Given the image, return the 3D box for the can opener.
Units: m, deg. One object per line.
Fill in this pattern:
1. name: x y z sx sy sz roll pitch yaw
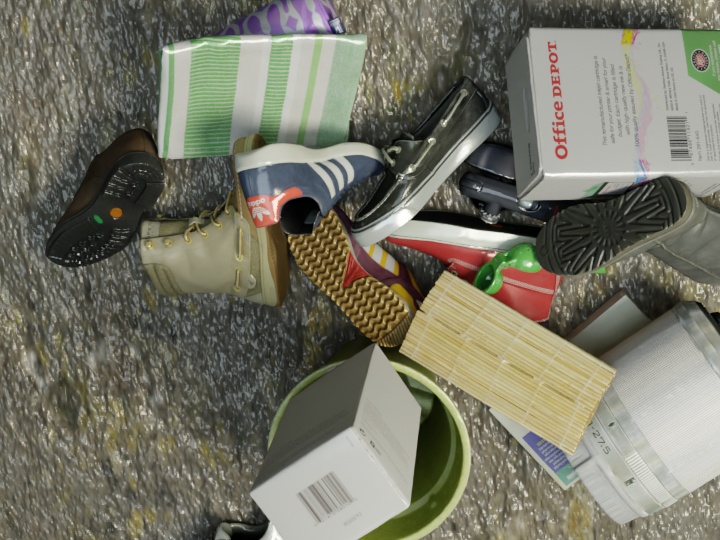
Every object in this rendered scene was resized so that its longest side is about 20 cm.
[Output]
1. can opener: 0.195 -0.067 1.090 0.198 0.063 0.079 22 106 -1

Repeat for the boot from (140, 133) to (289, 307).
1. boot: -0.159 -0.051 1.102 0.154 0.073 0.201 4 129 10

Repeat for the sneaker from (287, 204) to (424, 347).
1. sneaker: 0.000 0.000 1.125 0.075 0.090 0.201 -44 71 21

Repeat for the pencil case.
1. pencil case: -0.105 -0.215 1.070 0.199 0.084 0.086 -24 125 12

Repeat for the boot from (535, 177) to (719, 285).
1. boot: 0.297 -0.024 1.051 0.181 0.199 0.073 -17 72 37

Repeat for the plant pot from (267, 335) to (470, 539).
1. plant pot: 0.015 0.157 1.105 0.198 0.184 0.203 1 105 5

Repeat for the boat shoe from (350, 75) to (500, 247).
1. boat shoe: 0.053 -0.112 1.070 0.200 0.071 0.064 -47 112 -5

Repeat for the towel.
1. towel: -0.100 -0.169 1.042 0.198 0.024 0.153 -3 141 -15

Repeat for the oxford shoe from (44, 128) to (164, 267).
1. oxford shoe: -0.273 -0.075 1.131 0.072 0.085 0.200 24 129 -38

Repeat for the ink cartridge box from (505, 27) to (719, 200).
1. ink cartridge box: 0.246 -0.147 1.003 0.198 0.084 0.146 -2 78 -10

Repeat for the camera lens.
1. camera lens: 0.306 0.141 1.061 0.199 0.160 0.160 -36 100 13

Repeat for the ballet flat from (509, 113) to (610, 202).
1. ballet flat: 0.244 -0.122 1.074 0.199 0.071 0.071 35 105 -7

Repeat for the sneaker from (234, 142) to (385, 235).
1. sneaker: -0.045 -0.079 1.045 0.075 0.199 0.085 -10 90 41

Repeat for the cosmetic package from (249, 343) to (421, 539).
1. cosmetic package: -0.015 0.151 0.906 0.107 0.200 0.085 -35 98 15

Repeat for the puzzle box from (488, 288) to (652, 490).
1. puzzle box: 0.255 0.133 1.159 0.200 0.025 0.133 -42 99 14

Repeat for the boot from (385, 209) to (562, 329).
1. boot: 0.113 0.016 1.119 0.198 0.072 0.146 11 108 -2

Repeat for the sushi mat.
1. sushi mat: 0.142 0.087 1.027 0.199 0.012 0.096 31 81 13

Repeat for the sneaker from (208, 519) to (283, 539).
1. sneaker: -0.166 0.342 1.233 0.199 0.074 0.089 -26 102 1

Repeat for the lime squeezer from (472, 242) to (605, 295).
1. lime squeezer: 0.149 0.010 1.074 0.198 0.038 0.071 -24 141 1
